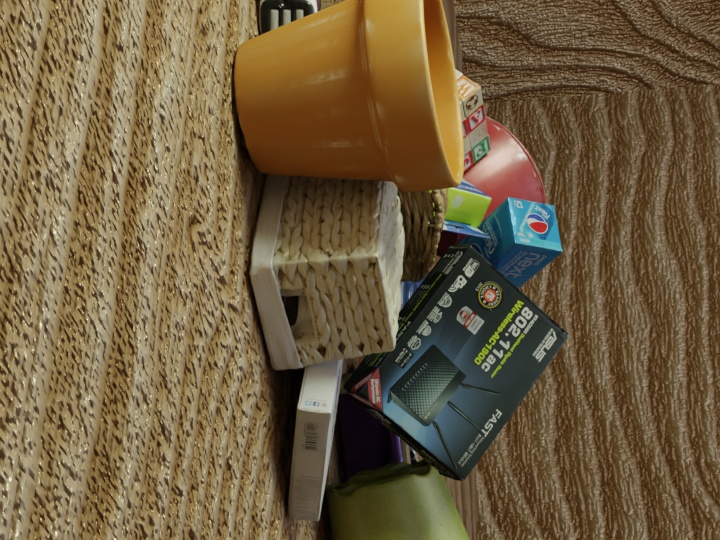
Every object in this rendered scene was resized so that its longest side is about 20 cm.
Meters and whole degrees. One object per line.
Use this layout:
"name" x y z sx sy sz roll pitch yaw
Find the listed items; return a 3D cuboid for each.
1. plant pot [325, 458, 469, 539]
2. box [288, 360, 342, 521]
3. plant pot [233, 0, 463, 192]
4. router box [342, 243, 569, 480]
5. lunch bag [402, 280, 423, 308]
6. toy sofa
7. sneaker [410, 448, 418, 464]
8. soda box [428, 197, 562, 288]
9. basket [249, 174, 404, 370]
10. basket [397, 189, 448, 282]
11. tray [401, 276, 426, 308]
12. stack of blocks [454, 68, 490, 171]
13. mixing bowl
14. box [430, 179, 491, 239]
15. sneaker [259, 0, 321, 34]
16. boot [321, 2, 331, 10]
"plant pot" 0.045 0.314 1.576 0.200 0.200 0.184 -17 92 -81
"box" -0.040 0.130 1.420 0.200 0.036 0.144 -79 177 -55
"plant pot" -0.012 -0.164 1.310 0.200 0.183 0.200 -8 90 -78
"router box" 0.100 0.095 1.481 0.200 0.150 0.062 -52 -165 -11
"lunch bag" 0.117 0.090 1.624 0.200 0.132 0.136 78 14 -69
"toy sofa" 0.019 0.224 1.694 0.098 0.083 0.200 -69 154 -77
"sneaker" 0.035 0.208 1.838 0.090 0.078 0.200 -70 156 -77
"soda box" 0.158 -0.009 1.705 0.200 0.068 0.064 -47 -138 51
"basket" -0.026 -0.017 1.376 0.200 0.123 0.136 -82 166 -51
"basket" 0.025 -0.105 1.519 0.149 0.143 0.200 -78 163 -54
"tray" 0.024 0.030 1.682 0.200 0.022 0.108 -21 112 -46
"stack of blocks" 0.063 -0.215 1.717 0.200 0.059 0.115 40 -18 33
"mixing bowl" 0.123 -0.087 1.785 0.108 0.200 0.200 -32 127 -34
"box" 0.059 -0.108 1.663 0.122 0.200 0.048 8 112 -48
"sneaker" -0.071 -0.321 1.435 0.116 0.076 0.200 -76 171 -78
"boot" -0.023 -0.241 1.703 0.200 0.074 0.076 71 4 -56
